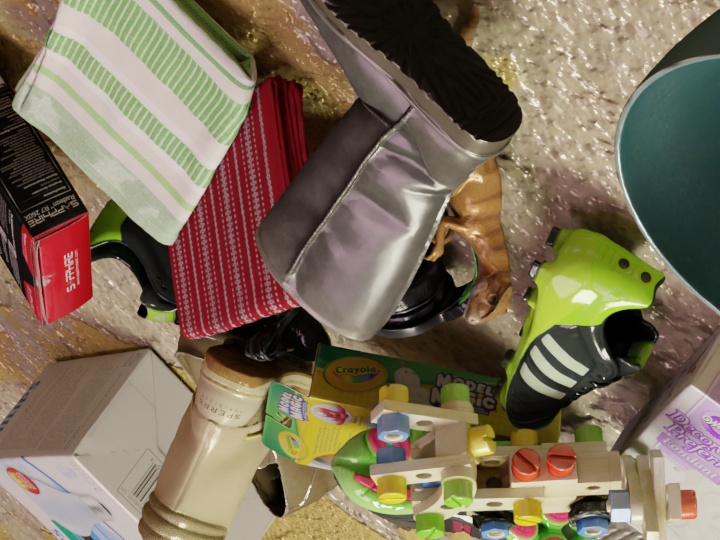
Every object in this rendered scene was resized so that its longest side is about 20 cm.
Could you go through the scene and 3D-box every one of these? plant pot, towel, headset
[{"bbox_3d":[0.230,-0.063,0.870,0.199,0.135,0.201,28,152,17],"label":"plant pot"},{"bbox_3d":[-0.081,-0.037,1.309,0.200,0.022,0.146,-19,77,60],"label":"towel"},{"bbox_3d":[0.000,0.000,1.285,0.124,0.094,0.200,46,140,-15],"label":"headset"},{"bbox_3d":[-0.149,-0.118,1.298,0.152,0.023,0.200,43,141,4],"label":"towel"}]

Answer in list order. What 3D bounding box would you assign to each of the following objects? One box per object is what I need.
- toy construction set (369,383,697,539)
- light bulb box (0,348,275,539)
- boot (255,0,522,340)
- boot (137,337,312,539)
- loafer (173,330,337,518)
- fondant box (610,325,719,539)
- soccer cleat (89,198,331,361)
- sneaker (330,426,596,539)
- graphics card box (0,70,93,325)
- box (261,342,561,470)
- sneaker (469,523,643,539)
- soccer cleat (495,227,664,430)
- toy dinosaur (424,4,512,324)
[{"bbox_3d":[0.105,0.122,1.204,0.199,0.093,0.131,11,153,9],"label":"toy construction set"},{"bbox_3d":[-0.207,0.185,1.781,0.198,0.125,0.200,48,150,-21],"label":"light bulb box"},{"bbox_3d":[-0.010,-0.077,1.135,0.182,0.072,0.200,54,145,11],"label":"boot"},{"bbox_3d":[-0.099,0.135,1.480,0.072,0.156,0.200,22,-177,7],"label":"boot"},{"bbox_3d":[-0.088,0.125,1.609,0.076,0.068,0.200,-2,133,51],"label":"loafer"},{"bbox_3d":[0.240,0.128,1.238,0.144,0.058,0.200,35,152,5],"label":"fondant box"},{"bbox_3d":[-0.114,0.018,1.461,0.199,0.081,0.068,34,153,7],"label":"soccer cleat"},{"bbox_3d":[0.072,0.146,1.340,0.199,0.077,0.084,20,170,-17],"label":"sneaker"},{"bbox_3d":[-0.261,-0.074,1.446,0.200,0.051,0.126,54,159,22],"label":"graphics card box"},{"bbox_3d":[0.032,0.108,1.386,0.199,0.049,0.118,10,151,-3],"label":"box"},{"bbox_3d":[0.177,0.226,1.454,0.199,0.076,0.105,21,162,17],"label":"sneaker"},{"bbox_3d":[0.134,0.050,1.221,0.081,0.068,0.200,25,149,11],"label":"soccer cleat"},{"bbox_3d":[0.056,-0.071,1.160,0.106,0.060,0.201,10,121,40],"label":"toy dinosaur"}]
